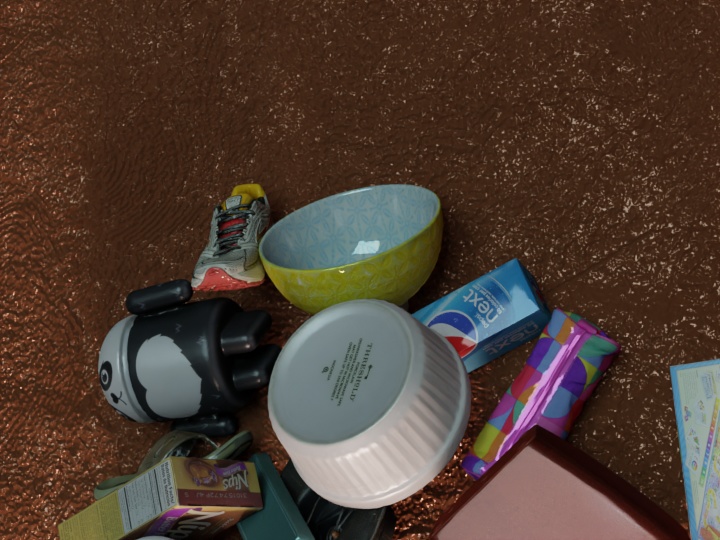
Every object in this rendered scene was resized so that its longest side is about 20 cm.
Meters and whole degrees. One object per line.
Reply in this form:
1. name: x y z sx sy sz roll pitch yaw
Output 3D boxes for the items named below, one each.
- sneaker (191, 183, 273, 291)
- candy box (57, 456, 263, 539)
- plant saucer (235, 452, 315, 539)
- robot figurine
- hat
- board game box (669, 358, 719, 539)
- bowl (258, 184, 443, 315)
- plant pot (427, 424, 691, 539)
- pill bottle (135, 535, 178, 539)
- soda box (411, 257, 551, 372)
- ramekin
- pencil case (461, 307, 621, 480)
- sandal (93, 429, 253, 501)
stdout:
1. sneaker: -0.139 -0.035 1.657 0.077 0.200 0.083 -5 111 8
2. candy box: -0.208 0.255 1.610 0.199 0.116 0.057 -32 61 36
3. plant saucer: -0.099 0.252 1.591 0.070 0.019 0.200 -52 26 5
4. robot figurine: -0.187 0.099 1.681 0.198 0.125 0.152 -10 71 20
5. hat: -0.019 0.257 1.575 0.200 0.081 0.202 -34 34 27
6. board game box: 0.372 0.181 1.469 0.133 0.034 0.202 -10 71 20
7. bowl: 0.000 0.000 1.628 0.198 0.200 0.109 -5 115 21
8. plant pot: 0.171 0.253 1.413 0.200 0.200 0.176 -44 84 5
9. pill bottle: -0.190 0.329 1.570 0.112 0.200 0.114 -7 71 21
10. soda box: 0.095 0.069 1.602 0.199 0.068 0.065 -29 65 12
11. ramekin: 0.000 0.120 1.507 0.200 0.094 0.204 -17 51 22
12. pencil case: 0.178 0.137 1.538 0.088 0.088 0.201 29 86 27
13. sandal: -0.208 0.205 1.674 0.199 0.080 0.058 -19 89 21
